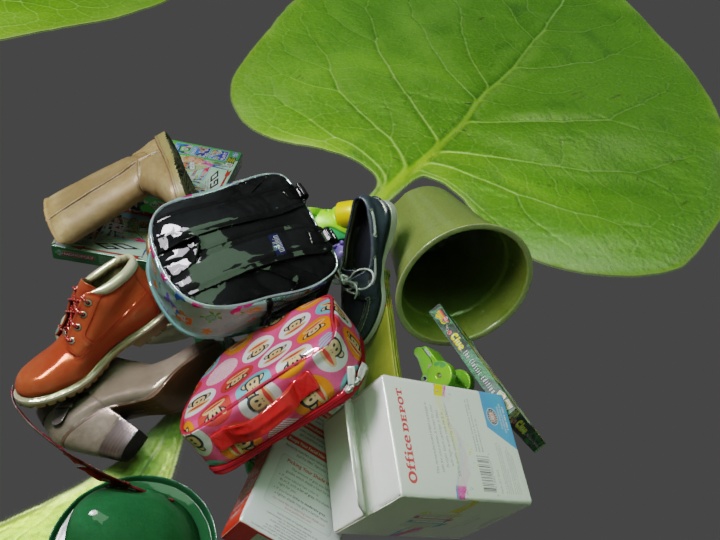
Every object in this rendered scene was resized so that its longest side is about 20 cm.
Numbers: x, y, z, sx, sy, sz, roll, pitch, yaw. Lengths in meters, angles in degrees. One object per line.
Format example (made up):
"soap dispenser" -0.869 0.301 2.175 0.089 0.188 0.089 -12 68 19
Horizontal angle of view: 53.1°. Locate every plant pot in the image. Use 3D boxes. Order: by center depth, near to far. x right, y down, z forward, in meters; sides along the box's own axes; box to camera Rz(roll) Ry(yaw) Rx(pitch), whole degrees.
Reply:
"plant pot" 0.120 -0.027 1.053 0.199 0.201 0.190 -3 34 -15

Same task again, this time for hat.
"hat" -0.240 0.234 0.701 0.199 0.176 0.166 3 45 -9

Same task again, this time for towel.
"towel" 0.025 0.095 0.965 0.018 0.086 0.201 15 43 -20

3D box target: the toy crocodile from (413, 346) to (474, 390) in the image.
"toy crocodile" 0.130 0.176 0.927 0.067 0.062 0.200 26 21 -54

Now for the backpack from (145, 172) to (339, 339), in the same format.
"backpack" -0.151 -0.010 0.853 0.199 0.151 0.178 -16 64 -34

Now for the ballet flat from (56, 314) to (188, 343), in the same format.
"ballet flat" -0.288 0.062 0.932 0.199 0.070 0.070 -12 49 -23

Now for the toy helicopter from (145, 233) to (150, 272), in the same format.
"toy helicopter" -0.197 -0.026 1.008 0.199 0.079 0.133 17 63 -12

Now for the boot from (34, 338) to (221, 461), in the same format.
"boot" -0.282 0.130 0.858 0.146 0.070 0.200 24 54 24

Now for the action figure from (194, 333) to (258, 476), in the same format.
"action figure" -0.139 0.159 0.890 0.118 0.055 0.201 -1 50 -17

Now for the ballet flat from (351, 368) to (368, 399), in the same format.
"ballet flat" -0.058 0.087 0.966 0.069 0.070 0.200 -25 55 -31

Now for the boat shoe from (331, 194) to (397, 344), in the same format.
"boat shoe" 0.000 0.000 0.955 0.075 0.201 0.062 18 6 43

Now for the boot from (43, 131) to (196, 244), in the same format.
"boot" -0.329 -0.090 0.990 0.199 0.066 0.175 -30 43 -1

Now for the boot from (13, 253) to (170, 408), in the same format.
"boot" -0.318 0.065 0.820 0.075 0.108 0.200 26 56 38

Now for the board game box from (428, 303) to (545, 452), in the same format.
"board game box" 0.160 0.134 0.924 0.023 0.105 0.200 -40 42 7

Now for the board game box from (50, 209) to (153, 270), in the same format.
"board game box" -0.335 -0.056 1.075 0.199 0.029 0.135 10 46 -3

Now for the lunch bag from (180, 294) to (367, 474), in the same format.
"lunch bag" -0.090 0.120 0.757 0.200 0.082 0.176 -32 16 7

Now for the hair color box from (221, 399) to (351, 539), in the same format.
"hair color box" -0.061 0.227 0.809 0.111 0.064 0.200 32 45 -8

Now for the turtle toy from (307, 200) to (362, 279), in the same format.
"turtle toy" -0.055 -0.039 1.027 0.145 0.102 0.200 -6 -7 26

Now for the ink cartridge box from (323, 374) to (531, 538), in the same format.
"ink cartridge box" 0.057 0.204 0.775 0.199 0.125 0.129 15 49 -30

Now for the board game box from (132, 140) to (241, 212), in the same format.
"board game box" -0.275 -0.145 1.138 0.134 0.029 0.200 11 33 -2
